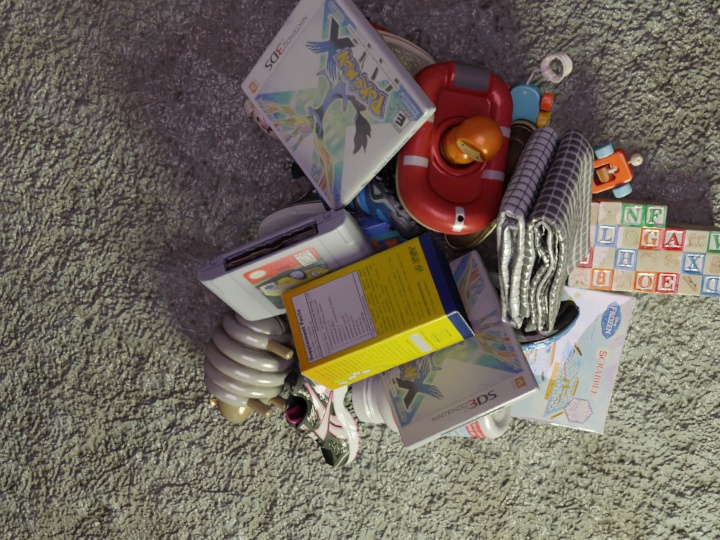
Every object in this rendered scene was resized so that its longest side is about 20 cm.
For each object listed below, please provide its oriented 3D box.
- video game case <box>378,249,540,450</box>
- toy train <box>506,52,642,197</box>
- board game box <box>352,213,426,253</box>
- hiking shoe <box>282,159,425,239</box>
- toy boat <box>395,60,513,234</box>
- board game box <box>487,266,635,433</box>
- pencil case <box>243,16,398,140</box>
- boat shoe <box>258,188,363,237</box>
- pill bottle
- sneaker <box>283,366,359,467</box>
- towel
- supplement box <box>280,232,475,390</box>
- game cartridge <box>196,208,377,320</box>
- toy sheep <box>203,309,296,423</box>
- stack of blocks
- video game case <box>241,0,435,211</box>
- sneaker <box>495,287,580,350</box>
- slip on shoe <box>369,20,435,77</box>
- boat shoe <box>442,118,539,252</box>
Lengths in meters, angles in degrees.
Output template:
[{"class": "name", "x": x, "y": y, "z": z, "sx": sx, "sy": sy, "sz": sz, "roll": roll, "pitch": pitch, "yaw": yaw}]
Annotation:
[{"class": "video game case", "x": 0.104, "y": 0.099, "z": 1.014, "sx": 0.182, "sy": 0.022, "sz": 0.200, "roll": -28, "pitch": 62, "yaw": 15}, {"class": "toy train", "x": 0.260, "y": -0.173, "z": 1.025, "sx": 0.150, "sy": 0.056, "sz": 0.200, "roll": -26, "pitch": 102, "yaw": 31}, {"class": "board game box", "x": 0.000, "y": 0.000, "z": 1.075, "sx": 0.200, "sy": 0.045, "sz": 0.152, "roll": -17, "pitch": 125, "yaw": 7}, {"class": "hiking shoe", "x": -0.002, "y": -0.099, "z": 1.003, "sx": 0.200, "sy": 0.074, "sz": 0.087, "roll": 44, "pitch": 118, "yaw": 15}, {"class": "toy boat", "x": 0.118, "y": -0.141, "z": 0.909, "sx": 0.130, "sy": 0.131, "sz": 0.201, "roll": 7, "pitch": 90, "yaw": -15}, {"class": "board game box", "x": 0.255, "y": 0.110, "z": 1.108, "sx": 0.199, "sy": 0.041, "sz": 0.201, "roll": 11, "pitch": 103, "yaw": 4}, {"class": "pencil case", "x": -0.052, "y": -0.233, "z": 1.000, "sx": 0.200, "sy": 0.078, "sz": 0.089, "roll": -24, "pitch": 146, "yaw": 35}, {"class": "boat shoe", "x": -0.041, "y": -0.082, "z": 1.079, "sx": 0.200, "sy": 0.064, "sz": 0.071, "roll": -15, "pitch": 136, "yaw": 5}, {"class": "pill bottle", "x": 0.094, "y": 0.166, "z": 1.077, "sx": 0.200, "sy": 0.109, "sz": 0.109, "roll": -4, "pitch": 103, "yaw": 29}, {"class": "sneaker", "x": -0.064, "y": 0.197, "z": 1.104, "sx": 0.086, "sy": 0.080, "sz": 0.200, "roll": -26, "pitch": 124, "yaw": -24}, {"class": "towel", "x": 0.218, "y": -0.043, "z": 0.936, "sx": 0.085, "sy": 0.166, "sz": 0.200, "roll": 10, "pitch": 139, "yaw": 21}, {"class": "supplement box", "x": 0.022, "y": 0.055, "z": 0.983, "sx": 0.200, "sy": 0.110, "sz": 0.109, "roll": -22, "pitch": 65, "yaw": 11}, {"class": "game cartridge", "x": -0.083, "y": -0.001, "z": 0.993, "sx": 0.200, "sy": 0.133, "sz": 0.041, "roll": -22, "pitch": 60, "yaw": 13}, {"class": "toy sheep", "x": -0.147, "y": 0.117, "z": 1.098, "sx": 0.138, "sy": 0.138, "sz": 0.200, "roll": 22, "pitch": 100, "yaw": -1}, {"class": "stack of blocks", "x": 0.374, "y": -0.033, "z": 1.058, "sx": 0.199, "sy": 0.059, "sz": 0.115, "roll": 4, "pitch": 103, "yaw": 4}, {"class": "video game case", "x": -0.033, "y": -0.199, "z": 0.920, "sx": 0.200, "sy": 0.022, "sz": 0.182, "roll": 53, "pitch": 128, "yaw": 9}, {"class": "sneaker", "x": 0.184, "y": 0.058, "z": 1.046, "sx": 0.199, "sy": 0.071, "sz": 0.083, "roll": -3, "pitch": 107, "yaw": 12}, {"class": "slip on shoe", "x": 0.009, "y": -0.292, "z": 1.028, "sx": 0.200, "sy": 0.061, "sz": 0.074, "roll": 20, "pitch": 138, "yaw": -11}, {"class": "boat shoe", "x": 0.156, "y": -0.101, "z": 1.027, "sx": 0.075, "sy": 0.075, "sz": 0.203, "roll": 31, "pitch": 123, "yaw": 7}]
